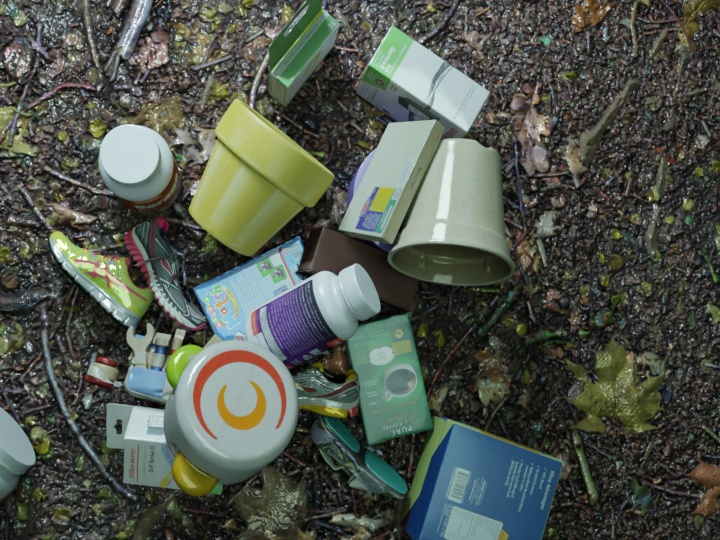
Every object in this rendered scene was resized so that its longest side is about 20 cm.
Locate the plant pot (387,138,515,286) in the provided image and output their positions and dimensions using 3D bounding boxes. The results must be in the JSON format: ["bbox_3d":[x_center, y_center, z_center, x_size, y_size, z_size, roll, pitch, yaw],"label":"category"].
[{"bbox_3d":[0.148,-0.095,1.132,0.196,0.201,0.188,10,73,-8],"label":"plant pot"}]

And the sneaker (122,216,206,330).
[{"bbox_3d":[-0.306,0.007,1.164,0.074,0.081,0.202,-32,84,-4],"label":"sneaker"}]

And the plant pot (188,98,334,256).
[{"bbox_3d":[-0.172,-0.136,1.161,0.199,0.201,0.190,36,96,-5],"label":"plant pot"}]

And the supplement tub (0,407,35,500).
[{"bbox_3d":[-0.605,0.307,1.070,0.199,0.145,0.146,-40,92,-10],"label":"supplement tub"}]

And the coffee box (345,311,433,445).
[{"bbox_3d":[0.045,0.184,1.239,0.120,0.044,0.205,-13,88,-9],"label":"coffee box"}]

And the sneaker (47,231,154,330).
[{"bbox_3d":[-0.416,0.002,1.167,0.200,0.078,0.091,45,72,-9],"label":"sneaker"}]

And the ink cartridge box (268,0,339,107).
[{"bbox_3d":[-0.092,-0.364,1.179,0.048,0.200,0.147,37,81,-4],"label":"ink cartridge box"}]

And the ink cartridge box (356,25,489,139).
[{"bbox_3d":[0.103,-0.303,1.234,0.198,0.145,0.085,33,82,-5],"label":"ink cartridge box"}]

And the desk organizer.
[{"bbox_3d":[0.000,0.000,1.210,0.197,0.071,0.079,22,81,-21],"label":"desk organizer"}]

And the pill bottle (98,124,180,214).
[{"bbox_3d":[-0.342,-0.157,1.121,0.109,0.200,0.115,1,86,-9],"label":"pill bottle"}]

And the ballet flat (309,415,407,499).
[{"bbox_3d":[-0.010,0.323,1.216,0.200,0.072,0.072,44,80,-4],"label":"ballet flat"}]

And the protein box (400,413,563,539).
[{"bbox_3d":[0.198,0.373,1.203,0.196,0.135,0.203,20,82,-7],"label":"protein box"}]

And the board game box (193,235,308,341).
[{"bbox_3d":[-0.160,0.056,1.218,0.197,0.037,0.154,-26,91,-11],"label":"board game box"}]

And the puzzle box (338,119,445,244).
[{"bbox_3d":[0.046,-0.141,1.138,0.025,0.132,0.203,30,82,-32],"label":"puzzle box"}]

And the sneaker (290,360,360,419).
[{"bbox_3d":[-0.095,0.184,1.191,0.195,0.078,0.084,9,99,-9],"label":"sneaker"}]

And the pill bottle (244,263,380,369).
[{"bbox_3d":[-0.072,0.071,1.121,0.197,0.111,0.113,-28,90,17],"label":"pill bottle"}]

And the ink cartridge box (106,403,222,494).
[{"bbox_3d":[-0.307,0.281,1.132,0.195,0.068,0.119,9,128,-8],"label":"ink cartridge box"}]

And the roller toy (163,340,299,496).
[{"bbox_3d":[-0.189,0.210,1.047,0.179,0.140,0.204,-2,66,-28],"label":"roller toy"}]

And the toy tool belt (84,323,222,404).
[{"bbox_3d":[-0.321,0.142,1.146,0.196,0.125,0.126,17,71,-10],"label":"toy tool belt"}]

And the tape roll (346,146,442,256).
[{"bbox_3d":[0.077,-0.120,1.248,0.195,0.085,0.205,1,85,-10],"label":"tape roll"}]
